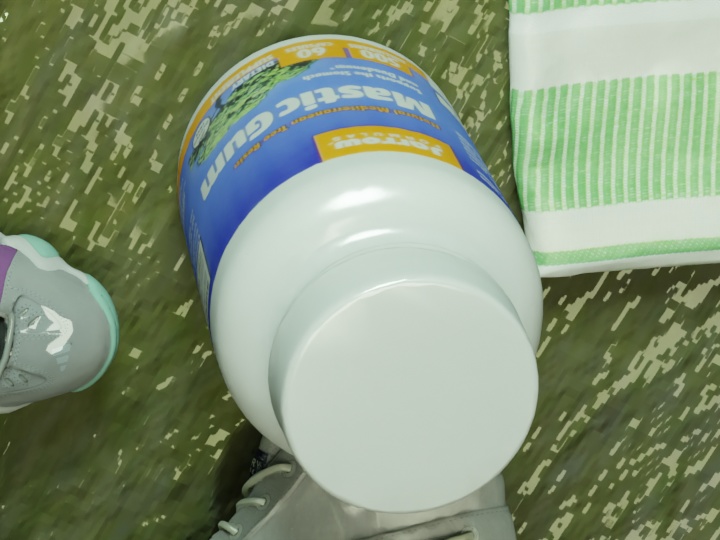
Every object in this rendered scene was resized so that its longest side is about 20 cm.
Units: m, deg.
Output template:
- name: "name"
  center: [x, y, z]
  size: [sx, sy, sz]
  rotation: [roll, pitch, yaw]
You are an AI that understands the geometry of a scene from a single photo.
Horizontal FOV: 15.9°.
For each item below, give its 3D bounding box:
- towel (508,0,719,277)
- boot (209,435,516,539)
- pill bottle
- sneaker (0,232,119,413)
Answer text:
- name: "towel"
  center: [0.129, -0.096, 0.962]
  size: [0.152, 0.023, 0.201]
  rotation: [-5, 113, -7]
- name: "boot"
  center: [-0.037, 0.111, 1.003]
  size: [0.199, 0.074, 0.096]
  rotation: [-6, 86, 4]
- name: "pill bottle"
  center: [0.000, 0.000, 0.882]
  size: [0.112, 0.200, 0.112]
  rotation: [-4, 113, -9]
- name: "sneaker"
  center: [-0.180, 0.033, 0.896]
  size: [0.199, 0.140, 0.078]
  rotation: [6, 111, -12]
